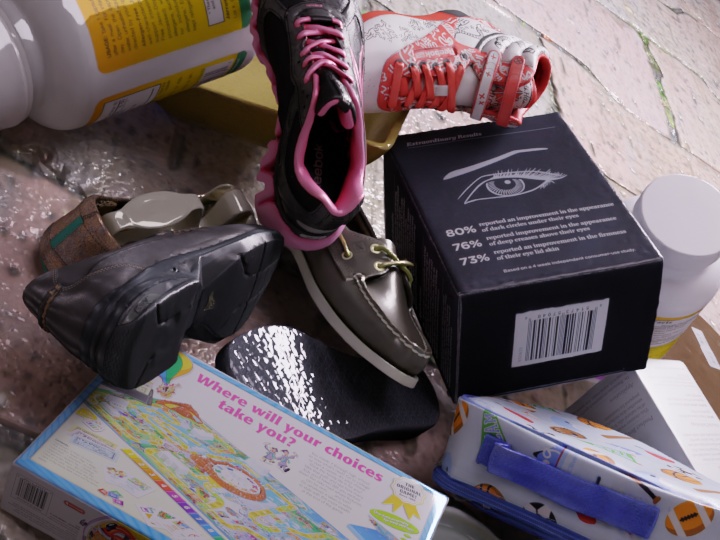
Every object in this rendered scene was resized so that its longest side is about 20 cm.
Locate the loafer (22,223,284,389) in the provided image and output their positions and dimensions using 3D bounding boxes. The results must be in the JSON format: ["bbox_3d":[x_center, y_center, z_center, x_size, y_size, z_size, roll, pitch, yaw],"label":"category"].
[{"bbox_3d":[-0.106,0.002,0.664,0.072,0.073,0.200,27,18,14],"label":"loafer"}]

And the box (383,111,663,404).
[{"bbox_3d":[0.109,-0.016,0.860,0.147,0.105,0.200,-9,39,-9],"label":"box"}]

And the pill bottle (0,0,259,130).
[{"bbox_3d":[-0.170,-0.157,0.757,0.200,0.113,0.113,-28,73,-35],"label":"pill bottle"}]

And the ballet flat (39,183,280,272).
[{"bbox_3d":[-0.107,-0.023,0.747,0.200,0.067,0.068,-11,60,-53],"label":"ballet flat"}]

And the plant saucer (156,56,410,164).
[{"bbox_3d":[-0.056,-0.147,0.918,0.199,0.049,0.200,19,33,4],"label":"plant saucer"}]

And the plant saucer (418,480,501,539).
[{"bbox_3d":[0.048,0.194,0.686,0.200,0.050,0.200,29,34,-22],"label":"plant saucer"}]

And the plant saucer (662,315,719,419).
[{"bbox_3d":[0.308,0.090,1.115,0.200,0.029,0.200,29,34,-22],"label":"plant saucer"}]

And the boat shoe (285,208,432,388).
[{"bbox_3d":[-0.002,-0.001,0.797,0.072,0.060,0.202,36,13,-42],"label":"boat shoe"}]

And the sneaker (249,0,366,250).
[{"bbox_3d":[-0.024,-0.116,0.737,0.079,0.095,0.201,-2,86,-17],"label":"sneaker"}]

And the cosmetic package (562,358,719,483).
[{"bbox_3d":[0.224,0.174,0.847,0.081,0.113,0.200,6,50,-44],"label":"cosmetic package"}]

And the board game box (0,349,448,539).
[{"bbox_3d":[-0.063,0.121,0.612,0.200,0.034,0.135,28,32,5],"label":"board game box"}]

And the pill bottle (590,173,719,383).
[{"bbox_3d":[0.225,0.008,0.939,0.104,0.200,0.105,4,60,-7],"label":"pill bottle"}]

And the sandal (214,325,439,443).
[{"bbox_3d":[-0.020,0.086,0.753,0.200,0.043,0.076,18,46,-50],"label":"sandal"}]

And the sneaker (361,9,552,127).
[{"bbox_3d":[0.060,-0.142,0.853,0.108,0.067,0.201,30,33,28],"label":"sneaker"}]

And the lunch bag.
[{"bbox_3d":[0.145,0.141,0.741,0.200,0.076,0.160,20,1,26],"label":"lunch bag"}]
